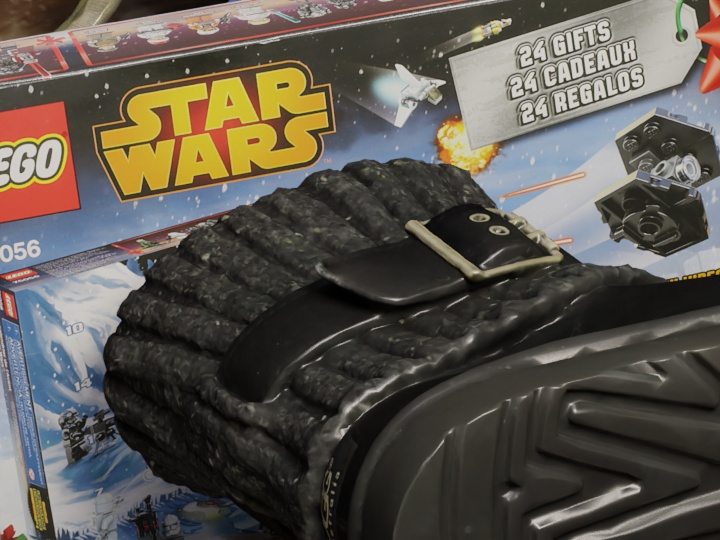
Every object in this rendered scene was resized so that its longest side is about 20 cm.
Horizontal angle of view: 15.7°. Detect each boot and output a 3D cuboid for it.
[{"bbox_3d":[0.063,0.023,0.559,0.211,0.080,0.158,-3,12,-22],"label":"boot"}]

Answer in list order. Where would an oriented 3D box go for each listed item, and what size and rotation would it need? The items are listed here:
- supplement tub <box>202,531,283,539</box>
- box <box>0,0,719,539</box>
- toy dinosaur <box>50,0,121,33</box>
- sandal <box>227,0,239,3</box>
[{"bbox_3d":[0.018,0.133,0.572,0.199,0.145,0.145,3,43,7],"label":"supplement tub"},{"bbox_3d":[0.000,0.000,0.638,0.199,0.137,0.040,-10,22,-12],"label":"box"},{"bbox_3d":[-0.058,-0.130,0.850,0.088,0.047,0.200,-12,41,48],"label":"toy dinosaur"},{"bbox_3d":[-0.022,-0.041,0.718,0.079,0.087,0.200,32,43,3],"label":"sandal"}]
